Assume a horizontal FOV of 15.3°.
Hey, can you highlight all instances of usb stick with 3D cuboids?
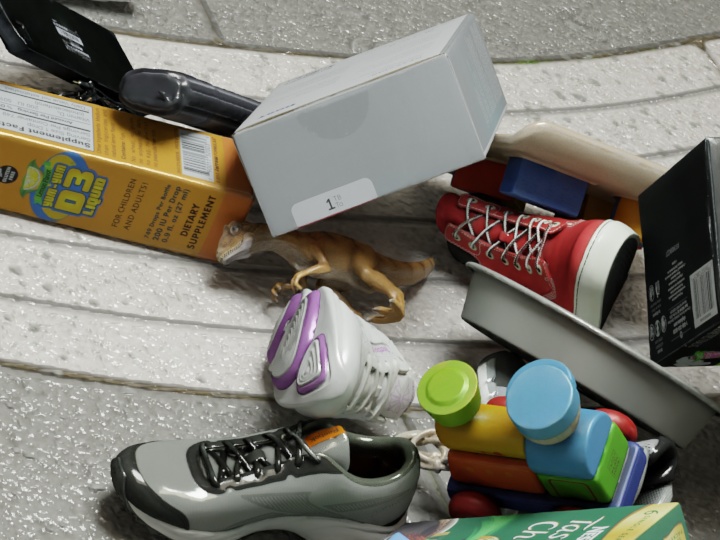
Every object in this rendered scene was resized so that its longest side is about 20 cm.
[{"bbox_3d":[-0.107,-0.112,1.848,0.055,0.033,0.200,6,-1,19],"label":"usb stick"}]

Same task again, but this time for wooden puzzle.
[{"bbox_3d":[0.154,-0.053,1.915,0.184,0.047,0.200,20,-8,-19],"label":"wooden puzzle"}]

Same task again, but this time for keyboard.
[{"bbox_3d":[-0.207,-0.140,1.834,0.105,0.040,0.200,61,15,20],"label":"keyboard"}]

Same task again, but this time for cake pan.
[{"bbox_3d":[0.148,0.059,1.771,0.199,0.037,0.200,31,-1,1],"label":"cake pan"}]

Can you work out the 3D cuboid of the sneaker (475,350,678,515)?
[{"bbox_3d":[0.143,0.117,1.692,0.075,0.115,0.201,52,20,-44],"label":"sneaker"}]

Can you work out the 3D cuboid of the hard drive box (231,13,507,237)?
[{"bbox_3d":[0.010,-0.103,1.825,0.200,0.155,0.077,-57,127,-75],"label":"hard drive box"}]

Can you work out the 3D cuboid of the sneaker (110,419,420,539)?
[{"bbox_3d":[-0.055,0.120,1.600,0.199,0.080,0.074,5,40,-26],"label":"sneaker"}]

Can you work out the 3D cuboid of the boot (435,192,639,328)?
[{"bbox_3d":[0.115,-0.017,1.843,0.144,0.073,0.200,28,-6,5],"label":"boot"}]

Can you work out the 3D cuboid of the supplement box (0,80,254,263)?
[{"bbox_3d":[-0.174,-0.067,1.789,0.199,0.067,0.069,14,37,-16],"label":"supplement box"}]

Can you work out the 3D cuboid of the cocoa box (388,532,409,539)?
[{"bbox_3d":[0.007,0.260,1.400,0.133,0.132,0.200,33,34,11],"label":"cocoa box"}]

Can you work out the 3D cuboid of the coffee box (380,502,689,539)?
[{"bbox_3d":[0.079,0.177,1.530,0.199,0.044,0.123,-7,13,38],"label":"coffee box"}]

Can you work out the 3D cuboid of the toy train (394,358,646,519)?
[{"bbox_3d":[0.063,0.096,1.620,0.199,0.116,0.085,6,59,31],"label":"toy train"}]

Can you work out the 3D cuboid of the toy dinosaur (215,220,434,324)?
[{"bbox_3d":[0.000,0.000,1.808,0.199,0.060,0.107,12,44,-35],"label":"toy dinosaur"}]

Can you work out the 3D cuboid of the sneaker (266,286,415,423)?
[{"bbox_3d":[-0.005,0.057,1.669,0.099,0.075,0.200,26,5,-6],"label":"sneaker"}]

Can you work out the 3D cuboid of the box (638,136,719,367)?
[{"bbox_3d":[0.300,-0.010,1.748,0.198,0.149,0.125,0,77,-13],"label":"box"}]
